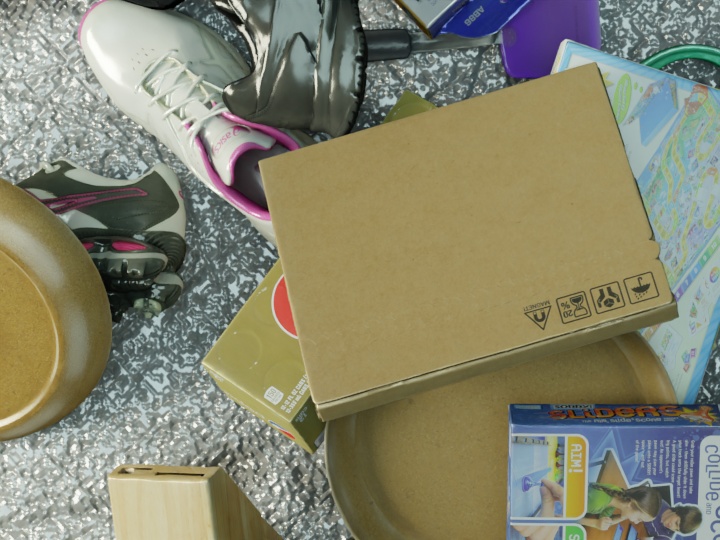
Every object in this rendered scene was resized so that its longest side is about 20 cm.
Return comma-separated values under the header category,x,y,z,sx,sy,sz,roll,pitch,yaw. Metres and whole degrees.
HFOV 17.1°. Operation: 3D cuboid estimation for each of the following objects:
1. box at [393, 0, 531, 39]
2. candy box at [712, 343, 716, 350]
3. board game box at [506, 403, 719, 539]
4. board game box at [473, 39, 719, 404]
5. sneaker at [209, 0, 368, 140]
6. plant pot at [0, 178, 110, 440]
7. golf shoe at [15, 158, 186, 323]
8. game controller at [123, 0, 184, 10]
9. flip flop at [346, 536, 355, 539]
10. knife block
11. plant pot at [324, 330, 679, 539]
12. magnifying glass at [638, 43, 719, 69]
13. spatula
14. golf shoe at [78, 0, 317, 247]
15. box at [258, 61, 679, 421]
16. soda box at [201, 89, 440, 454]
category,x,y,z,sx,sy,sz,roll,pitch,yaw
box,0.031,-0.232,1.405,0.119,0.041,0.200,-44,80,1
candy box,0.094,0.038,1.409,0.200,0.055,0.116,-27,90,2
board game box,0.148,0.172,1.327,0.135,0.034,0.200,1,108,1
board game box,0.148,-0.016,1.361,0.134,0.034,0.200,18,92,-1
sneaker,-0.038,-0.175,1.347,0.091,0.076,0.200,3,84,-2
plant pot,-0.244,0.026,1.377,0.200,0.028,0.200,6,126,9
golf shoe,-0.199,-0.019,1.418,0.200,0.077,0.088,1,60,8
game controller,-0.105,-0.253,1.401,0.042,0.104,0.200,23,89,-41
flip flop,-0.004,0.197,1.361,0.058,0.200,0.081,0,99,41
knife block,-0.092,0.224,1.356,0.064,0.200,0.176,-1,61,20
plant pot,0.080,0.095,1.338,0.200,0.027,0.200,0,107,1
magnifying glass,0.141,-0.088,1.421,0.200,0.022,0.080,-6,98,5
spatula,0.045,-0.137,1.426,0.200,0.021,0.057,-5,91,2
golf shoe,-0.085,-0.091,1.396,0.200,0.092,0.075,40,92,3
box,0.055,-0.019,1.297,0.200,0.021,0.164,-16,59,4
soda box,0.000,0.000,1.359,0.068,0.064,0.200,32,78,22
